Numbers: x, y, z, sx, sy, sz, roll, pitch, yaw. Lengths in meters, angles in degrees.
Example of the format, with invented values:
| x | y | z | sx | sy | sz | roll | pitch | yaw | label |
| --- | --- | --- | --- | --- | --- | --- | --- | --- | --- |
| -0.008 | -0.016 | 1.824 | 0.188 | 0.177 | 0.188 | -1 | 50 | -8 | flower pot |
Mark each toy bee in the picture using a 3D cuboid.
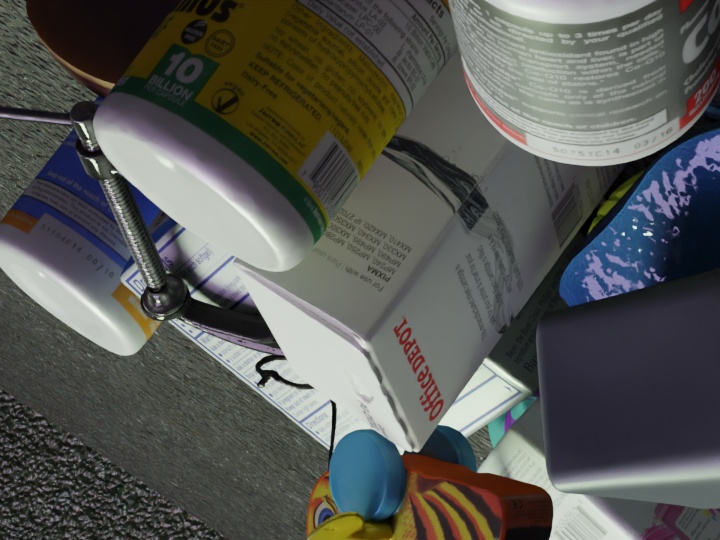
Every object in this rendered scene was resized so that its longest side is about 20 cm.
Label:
| x | y | z | sx | sy | sz | roll | pitch | yaw | label |
| --- | --- | --- | --- | --- | --- | --- | --- | --- | --- |
| 0.019 | 0.128 | 1.474 | 0.131 | 0.109 | 0.200 | 5 | -165 | -20 | toy bee |

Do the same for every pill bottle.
| x | y | z | sx | sy | sz | roll | pitch | yaw | label |
| --- | --- | --- | --- | --- | --- | --- | --- | --- | --- |
| -0.118 | -0.059 | 1.702 | 0.112 | 0.200 | 0.112 | 35 | 167 | 9 | pill bottle |
| -0.018 | -0.109 | 1.278 | 0.113 | 0.200 | 0.113 | 34 | 167 | 9 | pill bottle |
| 0.086 | -0.130 | 1.132 | 0.114 | 0.114 | 0.200 | 32 | 166 | 18 | pill bottle |

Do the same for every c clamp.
| x | y | z | sx | sy | sz | roll | pitch | yaw | label |
| --- | --- | --- | --- | --- | --- | --- | --- | --- | --- |
| -0.097 | -0.021 | 1.496 | 0.171 | 0.027 | 0.200 | 7 | 145 | 26 | c clamp |

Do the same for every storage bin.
| x | y | z | sx | sy | sz | roll | pitch | yaw | label |
| --- | --- | --- | --- | --- | --- | --- | --- | --- | --- |
| 0.176 | 0.067 | 1.312 | 0.134 | 0.146 | 0.200 | -11 | 167 | 33 | storage bin |

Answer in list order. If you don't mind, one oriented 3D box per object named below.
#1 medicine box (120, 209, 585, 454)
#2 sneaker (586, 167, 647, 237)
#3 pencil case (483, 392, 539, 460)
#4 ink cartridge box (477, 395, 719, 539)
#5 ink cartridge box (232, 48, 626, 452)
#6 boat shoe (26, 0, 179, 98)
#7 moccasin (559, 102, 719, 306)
| x | y | z | sx | sy | sz | roll | pitch | yaw | label |
| --- | --- | --- | --- | --- | --- | --- | --- | --- | --- |
| 0.000 | 0.000 | 1.567 | 0.200 | 0.103 | 0.182 | 39 | 147 | -8 | medicine box |
| 0.161 | 0.004 | 1.495 | 0.074 | 0.084 | 0.200 | 32 | 148 | 20 | sneaker |
| 0.141 | 0.092 | 1.818 | 0.092 | 0.085 | 0.200 | 37 | 166 | -8 | pencil case |
| 0.157 | 0.148 | 1.510 | 0.200 | 0.085 | 0.145 | 44 | 154 | 7 | ink cartridge box |
| 0.040 | -0.032 | 1.392 | 0.084 | 0.200 | 0.145 | 31 | 165 | 23 | ink cartridge box |
| -0.081 | -0.094 | 1.440 | 0.200 | 0.070 | 0.070 | 28 | 161 | 29 | boat shoe |
| 0.162 | -0.037 | 1.342 | 0.080 | 0.068 | 0.200 | 51 | 142 | -6 | moccasin |
